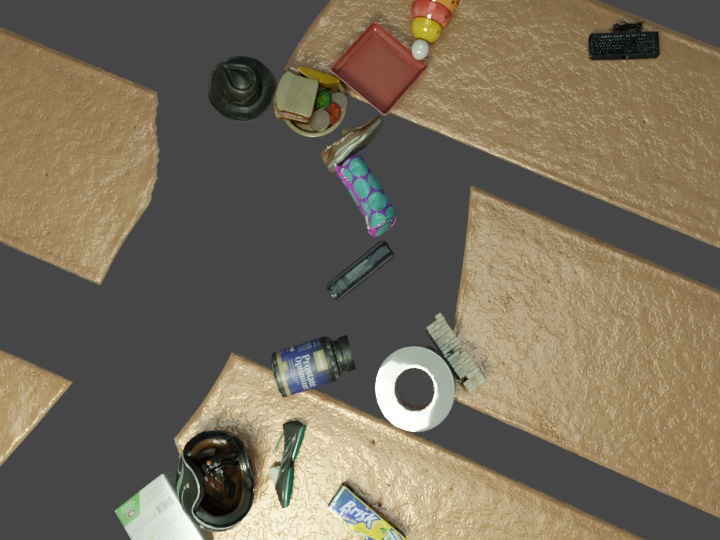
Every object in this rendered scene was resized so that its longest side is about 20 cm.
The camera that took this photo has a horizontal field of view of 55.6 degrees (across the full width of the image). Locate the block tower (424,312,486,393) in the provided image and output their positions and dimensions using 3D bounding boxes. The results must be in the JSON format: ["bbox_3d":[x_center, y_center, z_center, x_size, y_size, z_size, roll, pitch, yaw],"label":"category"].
[{"bbox_3d":[0.233,0.208,1.712,0.057,0.054,0.203,-32,82,-6],"label":"block tower"}]

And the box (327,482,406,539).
[{"bbox_3d":[0.014,0.603,1.641,0.198,0.064,0.071,39,83,5],"label":"box"}]

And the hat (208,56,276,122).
[{"bbox_3d":[-0.324,-0.498,1.803,0.194,0.081,0.207,-2,76,6],"label":"hat"}]

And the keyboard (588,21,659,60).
[{"bbox_3d":[0.720,-0.632,1.861,0.193,0.040,0.108,-3,81,-2],"label":"keyboard"}]

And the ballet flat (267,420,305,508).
[{"bbox_3d":[-0.186,0.469,1.667,0.066,0.068,0.206,8,70,11],"label":"ballet flat"}]

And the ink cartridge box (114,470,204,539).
[{"bbox_3d":[-0.464,0.608,1.627,0.144,0.088,0.202,-35,81,-5],"label":"ink cartridge box"}]

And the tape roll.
[{"bbox_3d":[0.135,0.284,1.670,0.194,0.066,0.207,0,92,11],"label":"tape roll"}]

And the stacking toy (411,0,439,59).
[{"bbox_3d":[0.181,-0.660,1.822,0.142,0.146,0.206,17,90,3],"label":"stacking toy"}]

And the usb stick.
[{"bbox_3d":[0.000,0.000,1.757,0.198,0.033,0.056,-39,90,-6],"label":"usb stick"}]

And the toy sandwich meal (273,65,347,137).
[{"bbox_3d":[-0.132,-0.455,1.811,0.198,0.070,0.212,0,81,0],"label":"toy sandwich meal"}]

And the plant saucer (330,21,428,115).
[{"bbox_3d":[0.050,-0.536,1.833,0.199,0.037,0.201,39,74,6],"label":"plant saucer"}]

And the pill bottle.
[{"bbox_3d":[-0.114,0.229,1.678,0.194,0.112,0.115,-17,81,-3],"label":"pill bottle"}]

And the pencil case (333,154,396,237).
[{"bbox_3d":[0.015,-0.193,1.761,0.091,0.085,0.203,-24,79,-33],"label":"pencil case"}]

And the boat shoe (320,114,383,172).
[{"bbox_3d":[-0.024,-0.347,1.794,0.199,0.076,0.072,-41,81,-8],"label":"boat shoe"}]

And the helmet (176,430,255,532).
[{"bbox_3d":[-0.338,0.498,1.592,0.193,0.201,0.196,1,114,0],"label":"helmet"}]
